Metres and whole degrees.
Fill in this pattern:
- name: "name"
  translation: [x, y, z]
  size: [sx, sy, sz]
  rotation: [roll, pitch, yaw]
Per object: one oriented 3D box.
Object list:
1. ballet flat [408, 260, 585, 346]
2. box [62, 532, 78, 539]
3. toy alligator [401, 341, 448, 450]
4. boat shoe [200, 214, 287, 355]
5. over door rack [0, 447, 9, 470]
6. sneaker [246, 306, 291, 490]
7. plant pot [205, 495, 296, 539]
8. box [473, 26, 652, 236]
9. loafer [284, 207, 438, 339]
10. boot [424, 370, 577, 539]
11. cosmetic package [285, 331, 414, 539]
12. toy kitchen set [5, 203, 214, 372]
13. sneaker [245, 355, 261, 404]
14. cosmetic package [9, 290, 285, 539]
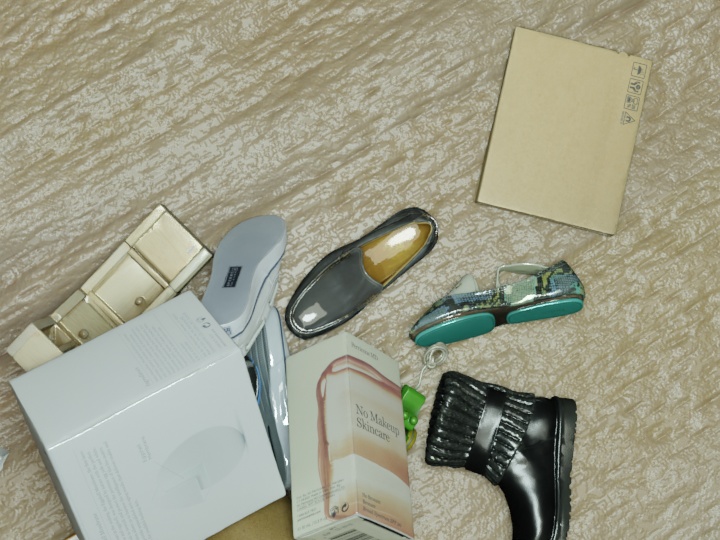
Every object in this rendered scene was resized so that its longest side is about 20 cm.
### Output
- name: "ballet flat"
  translation: [0.144, 0.032, 1.609]
  size: [0.197, 0.074, 0.075]
  rotation: [-11, 89, -6]
- name: "box"
  translation: [-0.283, 0.336, 1.574]
  size: [0.198, 0.041, 0.120]
  rotation: [-29, 90, -2]
- name: "toy alligator"
  translation: [0.038, 0.167, 1.579]
  size: [0.059, 0.054, 0.201]
  rotation: [33, 96, -22]
- name: "boat shoe"
  translation: [-0.122, 0.019, 1.549]
  size: [0.073, 0.201, 0.066]
  rotation: [3, 128, 19]
- name: "over door rack"
  translation: [-0.462, 0.235, 1.542]
  size: [0.146, 0.067, 0.202]
  rotation: [25, 107, -3]
- name: "sneaker"
  translation: [-0.077, 0.133, 1.589]
  size: [0.070, 0.073, 0.203]
  rotation: [-8, 85, -32]
- name: "plant pot"
  translation: [-0.107, 0.307, 1.529]
  size: [0.185, 0.186, 0.201]
  rotation: [-34, 78, -4]
- name: "box"
  translation: [0.225, -0.154, 1.634]
  size: [0.161, 0.021, 0.203]
  rotation: [13, 87, -3]
- name: "loafer"
  translation: [0.000, 0.000, 1.588]
  size: [0.200, 0.072, 0.073]
  rotation: [-41, 92, -4]
- name: "boot"
  translation: [0.143, 0.222, 1.585]
  size: [0.156, 0.079, 0.214]
  rotation: [9, 77, -10]
- name: "cosmetic package"
  translation: [-0.012, 0.180, 1.502]
  size: [0.087, 0.103, 0.202]
  rotation: [-26, 54, 30]
- name: "toy kitchen set"
  translation: [-0.222, 0.060, 1.516]
  size: [0.163, 0.180, 0.200]
  rotation: [44, 90, -2]
- name: "sneaker"
  translation: [-0.185, 0.163, 1.546]
  size: [0.199, 0.083, 0.071]
  rotation: [-39, 57, -7]
- name: "cosmetic package"
  translation: [-0.203, 0.164, 1.419]
  size: [0.199, 0.123, 0.201]
  rotation: [-27, 129, -18]
